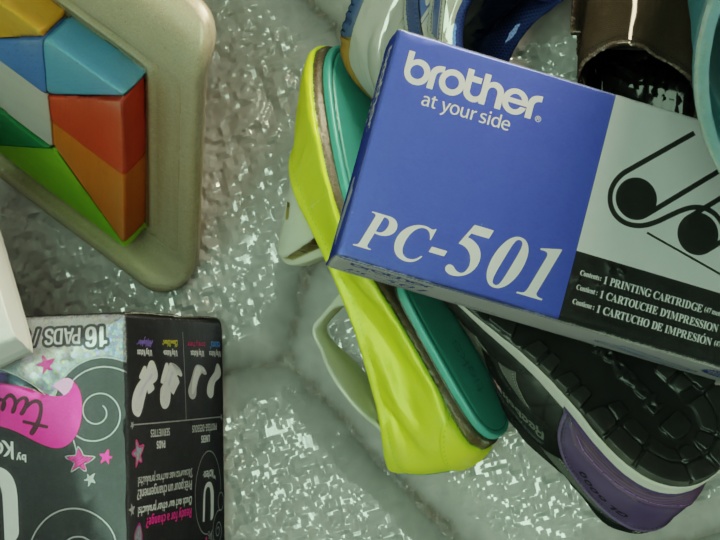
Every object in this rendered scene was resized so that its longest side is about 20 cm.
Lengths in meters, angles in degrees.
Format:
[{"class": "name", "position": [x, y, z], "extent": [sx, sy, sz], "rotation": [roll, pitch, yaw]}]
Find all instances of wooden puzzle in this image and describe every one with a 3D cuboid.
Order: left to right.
[{"class": "wooden puzzle", "position": [-0.147, -0.089, 0.792], "extent": [0.185, 0.200, 0.037], "rotation": [36, 60, 12]}]

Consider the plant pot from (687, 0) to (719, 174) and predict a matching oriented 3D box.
[{"class": "plant pot", "position": [0.209, -0.138, 0.672], "extent": [0.199, 0.189, 0.201], "rotation": [-1, 132, -1]}]

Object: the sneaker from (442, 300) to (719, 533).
[{"class": "sneaker", "position": [0.070, 0.030, 0.777], "extent": [0.075, 0.088, 0.200], "rotation": [-27, 69, -26]}]

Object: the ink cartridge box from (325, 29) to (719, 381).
[{"class": "ink cartridge box", "position": [0.094, -0.020, 0.712], "extent": [0.199, 0.044, 0.095], "rotation": [16, 83, -5]}]

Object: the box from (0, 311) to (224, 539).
[{"class": "box", "position": [-0.174, 0.080, 0.813], "extent": [0.199, 0.132, 0.116], "rotation": [-3, 87, 14]}]

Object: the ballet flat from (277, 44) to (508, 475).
[{"class": "ballet flat", "position": [0.000, 0.000, 0.808], "extent": [0.067, 0.067, 0.201], "rotation": [-25, 85, 30]}]

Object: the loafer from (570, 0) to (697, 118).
[{"class": "loafer", "position": [0.127, -0.101, 0.770], "extent": [0.073, 0.071, 0.201], "rotation": [-3, 89, 14]}]

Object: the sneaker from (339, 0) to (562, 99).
[{"class": "sneaker", "position": [0.068, -0.156, 0.772], "extent": [0.088, 0.075, 0.201], "rotation": [30, 104, 40]}]

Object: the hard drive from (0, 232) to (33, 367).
[{"class": "hard drive", "position": [-0.247, 0.016, 0.760], "extent": [0.199, 0.026, 0.132], "rotation": [-24, 63, 5]}]
